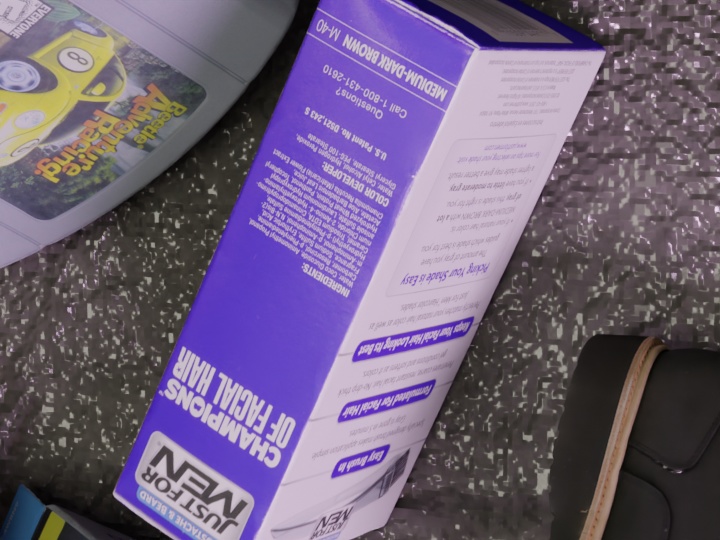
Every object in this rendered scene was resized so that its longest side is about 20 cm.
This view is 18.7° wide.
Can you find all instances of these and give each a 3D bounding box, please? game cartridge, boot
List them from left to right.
[{"bbox_3d":[-0.123,-0.075,0.804,0.200,0.133,0.041,-36,46,30],"label":"game cartridge"},{"bbox_3d":[0.124,0.119,0.691,0.138,0.077,0.201,4,75,23],"label":"boot"}]

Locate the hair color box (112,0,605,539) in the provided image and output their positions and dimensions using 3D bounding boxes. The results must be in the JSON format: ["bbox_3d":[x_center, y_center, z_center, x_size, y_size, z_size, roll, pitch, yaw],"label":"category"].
[{"bbox_3d":[0.000,0.000,0.753,0.065,0.109,0.201,30,107,23],"label":"hair color box"}]

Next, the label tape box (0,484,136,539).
[{"bbox_3d":[-0.097,0.177,0.816,0.200,0.066,0.144,20,87,62],"label":"label tape box"}]
